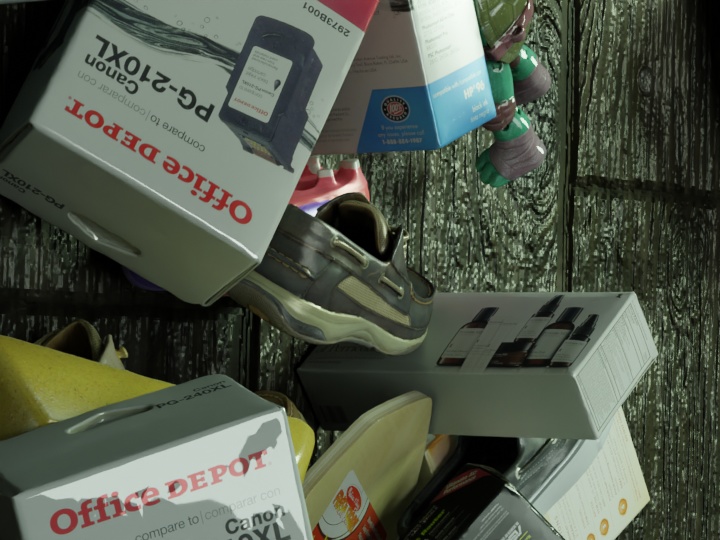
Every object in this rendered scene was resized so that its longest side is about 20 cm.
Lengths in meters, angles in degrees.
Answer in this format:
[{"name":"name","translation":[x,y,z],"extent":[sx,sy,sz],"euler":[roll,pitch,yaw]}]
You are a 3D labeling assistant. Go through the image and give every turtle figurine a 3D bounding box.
[{"name":"turtle figurine","translation":[0.061,-0.153,1.668],"extent":[0.200,0.100,0.150],"euler":[56,48,-42]}]

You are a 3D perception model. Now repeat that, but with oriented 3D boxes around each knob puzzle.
[{"name":"knob puzzle","translation":[-0.022,0.151,1.531],"extent":[0.220,0.030,0.220],"euler":[-50,156,-32]}]

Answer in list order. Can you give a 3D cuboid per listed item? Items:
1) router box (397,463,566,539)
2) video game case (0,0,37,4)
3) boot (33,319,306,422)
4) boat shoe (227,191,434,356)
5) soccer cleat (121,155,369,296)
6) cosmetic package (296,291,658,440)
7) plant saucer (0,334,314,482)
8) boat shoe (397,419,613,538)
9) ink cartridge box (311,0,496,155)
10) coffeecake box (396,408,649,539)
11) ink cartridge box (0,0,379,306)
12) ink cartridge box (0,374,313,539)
[{"name":"router box","translation":[0.055,0.231,1.516],"extent":[0.200,0.062,0.150],"euler":[-47,110,-9]},{"name":"video game case","translation":[-0.208,-0.212,1.249],"extent":[0.022,0.199,0.183],"euler":[-25,111,-78]},{"name":"boot","translation":[-0.113,0.087,1.459],"extent":[0.200,0.073,0.156],"euler":[-45,122,-39]},{"name":"boat shoe","translation":[0.000,0.000,1.504],"extent":[0.074,0.074,0.200],"euler":[-62,161,10]},{"name":"soccer cleat","translation":[-0.059,-0.010,1.536],"extent":[0.200,0.066,0.077],"euler":[-25,114,-52]},{"name":"cosmetic package","translation":[0.066,0.053,1.580],"extent":[0.083,0.199,0.051],"euler":[-47,125,-42]},{"name":"plant saucer","translation":[-0.126,0.154,1.366],"extent":[0.199,0.048,0.201],"euler":[17,89,-27]},{"name":"boat shoe","translation":[0.083,0.107,1.600],"extent":[0.200,0.070,0.066],"euler":[-48,125,-31]},{"name":"ink cartridge box","translation":[-0.002,-0.173,1.566],"extent":[0.068,0.116,0.201],"euler":[-30,113,-49]},{"name":"coffeecake box","translation":[0.088,0.130,1.708],"extent":[0.200,0.073,0.154],"euler":[-40,119,-45]},{"name":"ink cartridge box","translation":[-0.091,-0.106,1.436],"extent":[0.144,0.084,0.201],"euler":[31,62,-15]},{"name":"ink cartridge box","translation":[-0.095,0.169,1.309],"extent":[0.145,0.083,0.201],"euler":[-18,105,-22]}]
